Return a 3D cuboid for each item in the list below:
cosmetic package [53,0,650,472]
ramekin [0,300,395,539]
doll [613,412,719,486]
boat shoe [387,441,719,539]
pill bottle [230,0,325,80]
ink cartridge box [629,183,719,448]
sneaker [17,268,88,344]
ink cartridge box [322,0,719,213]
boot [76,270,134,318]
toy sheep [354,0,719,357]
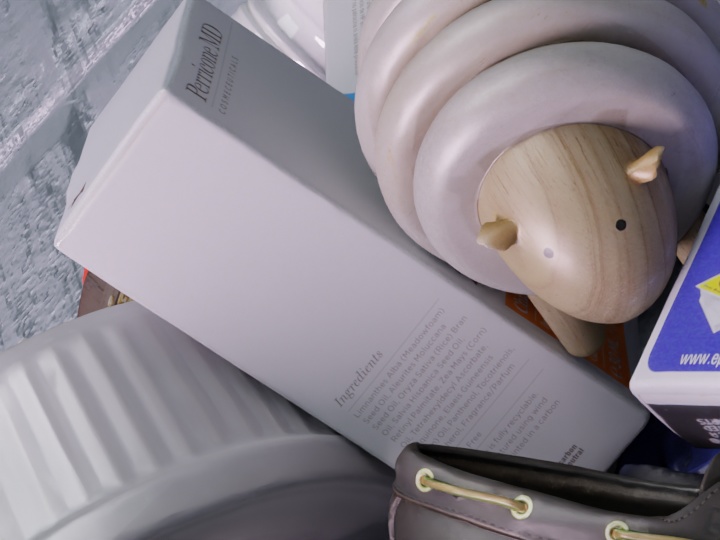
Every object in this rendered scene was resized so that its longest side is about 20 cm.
[{"bbox_3d":[0.000,0.000,0.946,0.071,0.200,0.101,-52,14,21],"label":"cosmetic package"},{"bbox_3d":[-0.088,0.092,0.974,0.202,0.202,0.094,-40,65,21],"label":"ramekin"},{"bbox_3d":[0.108,0.084,0.915,0.136,0.048,0.200,-7,51,58],"label":"doll"},{"bbox_3d":[0.103,0.085,0.817,0.201,0.061,0.072,1,8,18],"label":"boat shoe"},{"bbox_3d":[0.028,-0.149,1.242,0.200,0.112,0.112,-46,28,11],"label":"pill bottle"},{"bbox_3d":[0.193,-0.039,0.789,0.197,0.047,0.200,-3,53,52],"label":"ink cartridge box"},{"bbox_3d":[-0.071,0.017,1.211,0.200,0.093,0.070,-35,32,29],"label":"sneaker"},{"bbox_3d":[0.092,-0.078,1.046,0.200,0.084,0.145,-24,37,17],"label":"ink cartridge box"},{"bbox_3d":[-0.078,0.047,1.085,0.200,0.064,0.187,-13,-55,-78],"label":"boot"},{"bbox_3d":[0.060,-0.060,0.893,0.138,0.138,0.200,-40,40,20],"label":"toy sheep"}]
